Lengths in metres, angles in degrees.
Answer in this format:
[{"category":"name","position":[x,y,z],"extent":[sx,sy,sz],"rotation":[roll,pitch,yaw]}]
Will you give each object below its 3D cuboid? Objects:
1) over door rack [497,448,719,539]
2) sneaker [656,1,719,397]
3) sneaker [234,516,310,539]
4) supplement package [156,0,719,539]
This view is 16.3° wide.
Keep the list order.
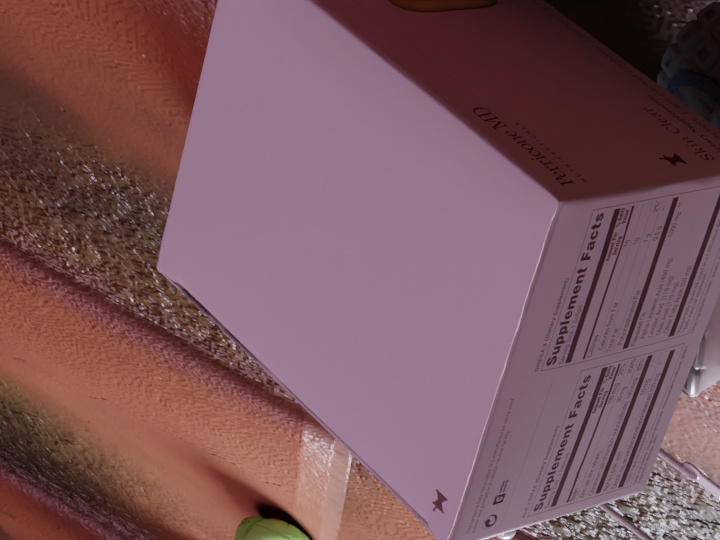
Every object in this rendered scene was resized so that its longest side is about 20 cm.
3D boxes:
[{"category":"over door rack","position":[0.112,0.104,1.348],"extent":[0.200,0.067,0.148],"rotation":[26,158,17]},{"category":"sneaker","position":[0.163,-0.038,0.990],"extent":[0.200,0.087,0.075],"rotation":[96,155,-47]},{"category":"sneaker","position":[-0.040,0.261,1.851],"extent":[0.077,0.084,0.200],"rotation":[4,144,50]},{"category":"supplement package","position":[0.031,-0.021,0.977],"extent":[0.200,0.111,0.156],"rotation":[41,128,36]}]
